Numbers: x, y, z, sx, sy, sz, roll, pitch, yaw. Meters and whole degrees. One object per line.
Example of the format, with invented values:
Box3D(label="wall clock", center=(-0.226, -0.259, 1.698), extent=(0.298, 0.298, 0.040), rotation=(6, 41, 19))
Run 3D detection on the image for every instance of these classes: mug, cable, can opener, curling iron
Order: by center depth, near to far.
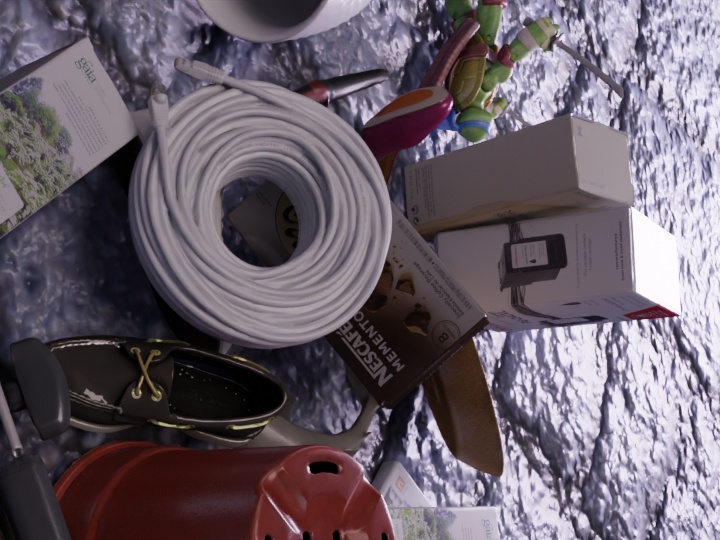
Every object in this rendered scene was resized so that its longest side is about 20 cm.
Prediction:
Box3D(label="can opener", center=(-0.208, 0.137, 0.909), extent=(0.066, 0.053, 0.202), rotation=(-16, 74, -13))
Box3D(label="cable", center=(-0.075, -0.040, 1.027), extent=(0.197, 0.069, 0.203), rotation=(12, 70, -20))
Box3D(label="mug", center=(-0.048, -0.303, 1.187), extent=(0.175, 0.146, 0.203), rotation=(-30, 123, -62))
Box3D(label="curling iron", center=(-0.033, -0.154, 1.264), extent=(0.049, 0.026, 0.199), rotation=(39, 35, 14))

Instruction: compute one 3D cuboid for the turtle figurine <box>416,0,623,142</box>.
Box3D(label="turtle figurine", center=(0.154, -0.221, 1.419), extent=(0.144, 0.197, 0.197), rotation=(61, 22, -72))

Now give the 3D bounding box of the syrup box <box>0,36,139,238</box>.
Box3D(label="syrup box", center=(-0.250, -0.076, 0.952), extent=(0.200, 0.081, 0.079), rotation=(-48, 116, -45))

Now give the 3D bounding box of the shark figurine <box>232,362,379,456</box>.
Box3D(label="shark figurine", center=(-0.023, 0.137, 1.150), extent=(0.213, 0.089, 0.130), rotation=(-6, 85, -48))

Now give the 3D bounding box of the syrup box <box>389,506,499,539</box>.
Box3D(label="syrup box", center=(0.026, 0.236, 1.133), extent=(0.199, 0.081, 0.080), rotation=(9, 71, -46))

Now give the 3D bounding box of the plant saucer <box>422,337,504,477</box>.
Box3D(label="plant saucer", center=(0.078, 0.092, 1.243), extent=(0.035, 0.200, 0.203), rotation=(-17, 93, -5))

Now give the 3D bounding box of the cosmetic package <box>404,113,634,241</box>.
Box3D(label="cosmetic package", center=(0.148, -0.081, 1.321), extent=(0.103, 0.198, 0.074), rotation=(10, 72, -46))

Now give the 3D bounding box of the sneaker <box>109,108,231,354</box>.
Box3D(label="sneaker", center=(-0.126, -0.033, 1.088), extent=(0.084, 0.072, 0.203), rotation=(-20, 93, -47))

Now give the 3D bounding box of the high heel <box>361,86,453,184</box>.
Box3D(label="high heel", center=(0.029, -0.089, 1.189), extent=(0.067, 0.199, 0.097), rotation=(-40, 102, -40))

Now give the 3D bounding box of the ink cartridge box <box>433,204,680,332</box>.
Box3D(label="ink cartridge box", center=(0.188, 0.004, 1.328), extent=(0.145, 0.198, 0.085), rotation=(19, 67, -58))

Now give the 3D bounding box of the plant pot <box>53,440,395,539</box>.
Box3D(label="plant pot", center=(-0.091, 0.207, 0.959), extent=(0.200, 0.194, 0.204), rotation=(19, 64, -46))

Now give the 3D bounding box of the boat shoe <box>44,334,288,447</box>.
Box3D(label="boat shoe", center=(-0.147, 0.081, 1.015), extent=(0.199, 0.060, 0.073), rotation=(14, 60, -32))

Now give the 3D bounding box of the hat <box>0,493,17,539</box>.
Box3D(label="hat", center=(-0.265, 0.199, 0.855), extent=(0.199, 0.080, 0.204), rotation=(18, 67, -46))

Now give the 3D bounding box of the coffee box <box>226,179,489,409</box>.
Box3D(label="coffee box", center=(0.000, 0.000, 1.127), extent=(0.201, 0.113, 0.080), rotation=(51, 2, 8))

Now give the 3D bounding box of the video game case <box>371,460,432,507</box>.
Box3D(label="video game case", center=(0.036, 0.302, 1.216), extent=(0.183, 0.023, 0.201), rotation=(54, 45, -23))
